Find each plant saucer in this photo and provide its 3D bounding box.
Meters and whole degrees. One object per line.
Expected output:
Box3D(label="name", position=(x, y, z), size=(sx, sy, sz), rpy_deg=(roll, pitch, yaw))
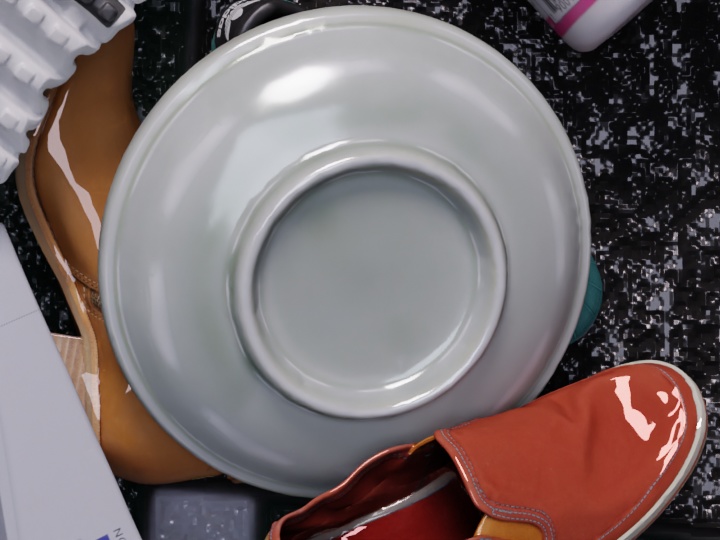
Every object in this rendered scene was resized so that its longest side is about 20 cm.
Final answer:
Box3D(label="plant saucer", position=(0.000, 0.000, 0.953), size=(0.199, 0.050, 0.201), rpy_deg=(-4, 106, -13))

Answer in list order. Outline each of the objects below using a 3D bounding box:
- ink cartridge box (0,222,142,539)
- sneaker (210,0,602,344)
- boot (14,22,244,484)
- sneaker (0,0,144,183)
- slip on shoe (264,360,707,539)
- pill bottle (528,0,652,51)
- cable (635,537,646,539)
Box3D(label="ink cartridge box", position=(-0.184, 0.107, 0.916), size=(0.200, 0.041, 0.200), rpy_deg=(-26, 93, -29))
Box3D(label="sneaker", position=(0.017, -0.037, 1.004), size=(0.200, 0.080, 0.071), rpy_deg=(38, 86, 0))
Box3D(label="boot", position=(-0.067, -0.012, 1.012), size=(0.154, 0.074, 0.201), rpy_deg=(9, 94, -3))
Box3D(label="sneaker", position=(-0.149, -0.081, 0.944), size=(0.200, 0.081, 0.075), rpy_deg=(-43, 108, 5))
Box3D(label="slip on shoe", position=(0.049, 0.087, 0.948), size=(0.200, 0.061, 0.074), rpy_deg=(-24, 55, -15))
Box3D(label="pill bottle", position=(0.066, -0.197, 0.994), size=(0.113, 0.113, 0.200), rpy_deg=(-41, 89, -2))
Box3D(label="cable", position=(0.092, 0.171, 0.942), size=(0.200, 0.051, 0.163), rpy_deg=(28, 65, 16))
